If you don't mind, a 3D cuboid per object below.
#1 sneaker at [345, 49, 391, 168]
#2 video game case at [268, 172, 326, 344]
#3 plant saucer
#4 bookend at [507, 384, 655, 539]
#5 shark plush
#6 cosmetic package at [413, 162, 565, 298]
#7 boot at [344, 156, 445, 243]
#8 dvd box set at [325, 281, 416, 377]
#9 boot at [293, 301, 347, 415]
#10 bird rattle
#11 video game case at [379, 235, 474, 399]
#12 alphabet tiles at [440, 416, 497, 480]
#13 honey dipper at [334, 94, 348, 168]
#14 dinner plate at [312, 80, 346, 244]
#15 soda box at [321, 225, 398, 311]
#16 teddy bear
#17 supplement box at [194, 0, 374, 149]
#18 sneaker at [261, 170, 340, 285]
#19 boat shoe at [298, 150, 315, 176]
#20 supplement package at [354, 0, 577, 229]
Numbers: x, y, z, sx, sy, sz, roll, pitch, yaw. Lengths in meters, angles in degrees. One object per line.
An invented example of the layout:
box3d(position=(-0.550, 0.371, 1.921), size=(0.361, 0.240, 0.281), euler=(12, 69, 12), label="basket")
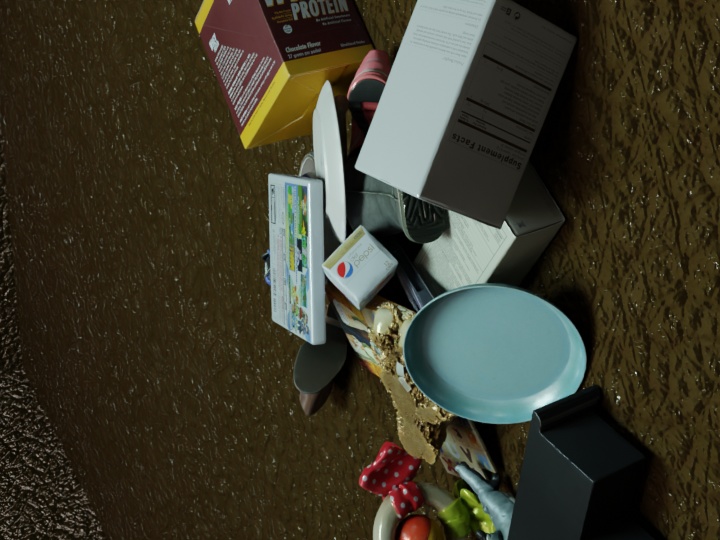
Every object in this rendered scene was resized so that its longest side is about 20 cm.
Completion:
box3d(position=(0.023, -0.187, 1.443), size=(0.202, 0.072, 0.088), euler=(92, -174, -51), label="sneaker")
box3d(position=(-0.083, -0.020, 1.498), size=(0.182, 0.022, 0.204), euler=(-160, 68, -68), label="video game case")
box3d(position=(0.145, 0.087, 1.259), size=(0.028, 0.197, 0.202), euler=(-74, -4, -49), label="plant saucer")
box3d(position=(0.258, 0.264, 1.202), size=(0.199, 0.091, 0.203), euler=(42, 138, 43), label="bookend")
box3d(position=(0.177, 0.307, 1.384), size=(0.202, 0.082, 0.091), euler=(62, 151, 21), label="shark plush")
box3d(position=(0.137, -0.030, 1.287), size=(0.104, 0.072, 0.201), euler=(62, 150, 22), label="cosmetic package")
box3d(position=(0.035, -0.120, 1.345), size=(0.200, 0.071, 0.185), euler=(-148, 58, -72), label="boot")
box3d(position=(0.036, 0.095, 1.546), size=(0.199, 0.029, 0.148), euler=(24, 145, 55), label="dvd box set")
box3d(position=(-0.067, 0.163, 1.699), size=(0.063, 0.187, 0.201), euler=(25, 136, 4), label="boot")
box3d(position=(0.079, 0.312, 1.456), size=(0.112, 0.198, 0.165), euler=(-14, 52, 57), label="bird rattle")
box3d(position=(0.082, 0.053, 1.384), size=(0.144, 0.019, 0.201), euler=(64, 177, -34), label="video game case")
box3d(position=(0.099, 0.188, 1.483), size=(0.166, 0.006, 0.202), euler=(8, 129, 60), label="alphabet tiles")
box3d(position=(-0.023, -0.156, 1.504), size=(0.038, 0.038, 0.201), euler=(55, 162, 31), label="honey dipper")
box3d(position=(-0.040, -0.132, 1.438), size=(0.200, 0.024, 0.204), euler=(173, 90, -83), label="dinner plate")
box3d(position=(0.000, 0.000, 1.402), size=(0.064, 0.068, 0.200), euler=(44, 177, 3), label="soda box")
box3d(position=(0.070, 0.128, 1.385), size=(0.144, 0.066, 0.202), euler=(-7, 109, 56), label="teddy bear")
box3d(position=(-0.103, -0.304, 1.523), size=(0.202, 0.131, 0.197), euler=(67, 152, 12), label="supplement box")
box3d(position=(-0.084, -0.029, 1.615), size=(0.081, 0.113, 0.202), euler=(-116, 15, -48), label="sneaker")
box3d(position=(-0.076, -0.084, 1.671), size=(0.072, 0.059, 0.202), euler=(50, 144, 38), label="boat shoe")
box3d(position=(0.102, -0.164, 1.146), size=(0.121, 0.119, 0.203), euler=(30, 101, 52), label="supplement package")
